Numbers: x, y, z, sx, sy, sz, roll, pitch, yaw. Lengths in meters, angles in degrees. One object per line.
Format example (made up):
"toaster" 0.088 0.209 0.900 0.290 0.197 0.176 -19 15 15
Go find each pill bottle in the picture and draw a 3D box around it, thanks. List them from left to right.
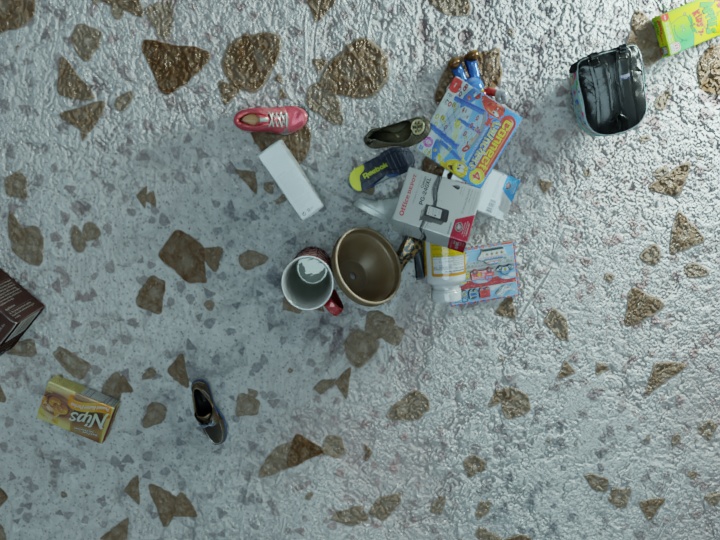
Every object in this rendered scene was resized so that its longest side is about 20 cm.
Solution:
"pill bottle" 0.221 -0.024 1.743 0.108 0.111 0.206 -4 97 0

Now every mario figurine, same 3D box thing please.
"mario figurine" 0.295 -0.449 1.665 0.122 0.105 0.204 -20 95 39

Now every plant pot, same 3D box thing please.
"plant pot" 0.000 0.000 1.684 0.197 0.092 0.206 12 66 -30

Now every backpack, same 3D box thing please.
"backpack" 0.617 -0.438 1.651 0.173 0.151 0.205 -14 94 5

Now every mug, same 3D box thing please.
"mug" -0.125 0.031 1.712 0.130 0.200 0.182 -15 102 2

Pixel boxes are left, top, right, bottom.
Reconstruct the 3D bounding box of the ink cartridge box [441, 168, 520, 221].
"ink cartridge box" 0.302 -0.220 1.733 0.196 0.068 0.118 21 100 -5

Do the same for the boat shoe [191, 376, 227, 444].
"boat shoe" -0.432 0.405 1.849 0.071 0.072 0.204 -19 101 4

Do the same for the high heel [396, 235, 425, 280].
"high heel" 0.073 -0.024 1.753 0.195 0.072 0.145 -16 118 -5

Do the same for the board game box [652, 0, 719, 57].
"board game box" 0.851 -0.628 1.667 0.196 0.048 0.104 -22 101 4

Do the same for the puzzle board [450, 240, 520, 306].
"puzzle board" 0.333 0.010 1.808 0.195 0.017 0.155 -9 102 1

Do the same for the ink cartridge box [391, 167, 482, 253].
"ink cartridge box" 0.187 -0.151 1.646 0.195 0.084 0.148 18 77 8

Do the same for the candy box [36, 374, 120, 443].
"candy box" -0.788 0.388 1.850 0.196 0.055 0.118 23 100 -6

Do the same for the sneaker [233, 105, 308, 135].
"sneaker" -0.230 -0.379 1.684 0.194 0.087 0.076 -3 103 0

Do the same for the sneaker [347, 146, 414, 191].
"sneaker" 0.049 -0.264 1.724 0.196 0.082 0.076 -23 93 -16

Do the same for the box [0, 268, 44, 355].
"box" -0.984 0.109 1.734 0.199 0.166 0.165 42 99 -8

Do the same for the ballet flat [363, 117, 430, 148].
"ballet flat" 0.087 -0.345 1.663 0.196 0.046 0.069 -2 79 38

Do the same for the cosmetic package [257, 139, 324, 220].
"cosmetic package" -0.176 -0.235 1.709 0.073 0.102 0.202 -32 102 5

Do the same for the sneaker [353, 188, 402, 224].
"sneaker" 0.086 -0.183 1.741 0.196 0.074 0.118 19 99 -15

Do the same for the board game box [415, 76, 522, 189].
"board game box" 0.266 -0.338 1.632 0.194 0.056 0.203 33 109 7
